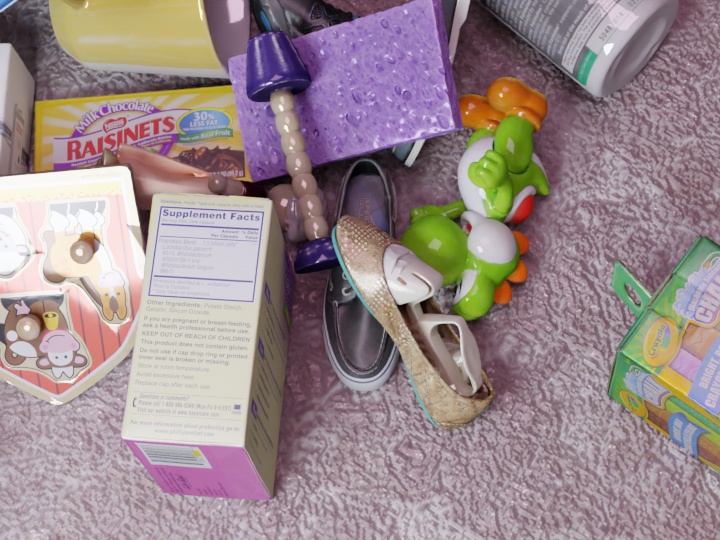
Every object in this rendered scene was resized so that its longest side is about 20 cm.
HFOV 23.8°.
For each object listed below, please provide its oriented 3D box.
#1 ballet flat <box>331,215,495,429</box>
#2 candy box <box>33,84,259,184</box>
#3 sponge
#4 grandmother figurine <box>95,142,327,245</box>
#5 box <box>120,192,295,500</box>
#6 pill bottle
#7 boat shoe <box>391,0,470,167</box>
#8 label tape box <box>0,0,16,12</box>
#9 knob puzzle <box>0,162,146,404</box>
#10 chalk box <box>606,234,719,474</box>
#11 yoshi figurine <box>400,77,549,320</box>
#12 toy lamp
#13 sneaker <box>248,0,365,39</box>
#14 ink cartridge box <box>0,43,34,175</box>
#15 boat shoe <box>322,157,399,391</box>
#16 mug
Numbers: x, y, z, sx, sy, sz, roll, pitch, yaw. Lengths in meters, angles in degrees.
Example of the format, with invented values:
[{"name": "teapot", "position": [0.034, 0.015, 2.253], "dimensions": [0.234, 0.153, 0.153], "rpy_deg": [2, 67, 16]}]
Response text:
[{"name": "ballet flat", "position": [0.050, 0.035, 1.382], "dimensions": [0.200, 0.065, 0.071], "rpy_deg": [59, 38, -13]}, {"name": "candy box", "position": [-0.191, -0.110, 1.518], "dimensions": [0.199, 0.026, 0.103], "rpy_deg": [-5, 67, 3]}, {"name": "sponge", "position": [-0.014, -0.151, 1.446], "dimensions": [0.199, 0.030, 0.112], "rpy_deg": [-13, 87, 25]}, {"name": "grandmother figurine", "position": [-0.124, -0.063, 1.450], "dimensions": [0.199, 0.121, 0.061], "rpy_deg": [9, 87, -15]}, {"name": "box", "position": [-0.117, 0.064, 1.366], "dimensions": [0.096, 0.176, 0.201], "rpy_deg": [4, 70, 6]}, {"name": "pill bottle", "position": [0.169, -0.253, 1.493], "dimensions": [0.200, 0.113, 0.113], "rpy_deg": [41, 78, 16]}, {"name": "boat shoe", "position": [0.051, -0.190, 1.469], "dimensions": [0.061, 0.073, 0.201], "rpy_deg": [16, 106, 1]}, {"name": "label tape box", "position": [-0.318, -0.270, 1.483], "dimensions": [0.143, 0.200, 0.066], "rpy_deg": [-27, 111, 28]}, {"name": "knob puzzle", "position": [-0.264, 0.019, 1.413], "dimensions": [0.218, 0.030, 0.221], "rpy_deg": [1, 107, 3]}, {"name": "chalk box", "position": [0.277, 0.066, 1.360], "dimensions": [0.200, 0.125, 0.124], "rpy_deg": [34, 76, 17]}, {"name": "yoshi figurine", "position": [0.088, -0.062, 1.440], "dimensions": [0.111, 0.112, 0.201], "rpy_deg": [4, 72, 23]}, {"name": "toy lamp", "position": [-0.054, -0.099, 1.416], "dimensions": [0.058, 0.058, 0.201], "rpy_deg": [-13, 82, 0]}, {"name": "sneaker", "position": [-0.037, -0.210, 1.523], "dimensions": [0.082, 0.073, 0.201], "rpy_deg": [-29, 80, -10]}, {"name": "ink cartridge box", "position": [-0.373, -0.094, 1.497], "dimensions": [0.146, 0.083, 0.201], "rpy_deg": [-1, 70, 5]}, {"name": "boat shoe", "position": [0.000, 0.000, 1.444], "dimensions": [0.068, 0.057, 0.201], "rpy_deg": [-1, 69, 4]}, {"name": "mug", "position": [-0.194, -0.249, 1.495], "dimensions": [0.152, 0.187, 0.150], "rpy_deg": [-3, 58, 13]}]
